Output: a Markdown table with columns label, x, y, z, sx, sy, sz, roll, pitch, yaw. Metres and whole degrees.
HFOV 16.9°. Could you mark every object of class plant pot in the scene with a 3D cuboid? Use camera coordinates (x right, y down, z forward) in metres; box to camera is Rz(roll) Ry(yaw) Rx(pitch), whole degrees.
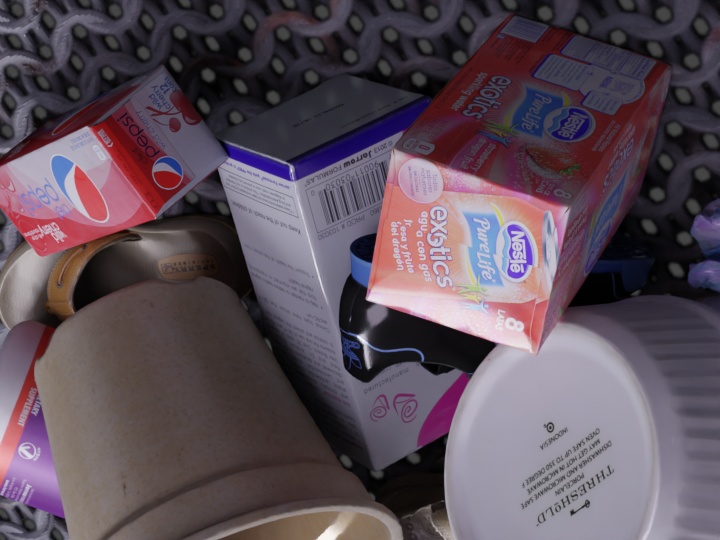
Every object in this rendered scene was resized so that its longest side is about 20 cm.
| label | x | y | z | sx | sy | sz | roll | pitch | yaw |
| --- | --- | --- | --- | --- | --- | --- | --- | --- | --- |
| plant pot | -0.101 | 0.112 | 1.415 | 0.200 | 0.200 | 0.184 | -46 | 56 | 36 |

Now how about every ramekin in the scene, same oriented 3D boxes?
| label | x | y | z | sx | sy | sz | roll | pitch | yaw |
| --- | --- | --- | --- | --- | --- | --- | --- | --- | --- |
| ramekin | 0.131 | 0.109 | 1.306 | 0.202 | 0.094 | 0.203 | -12 | 74 | 47 |

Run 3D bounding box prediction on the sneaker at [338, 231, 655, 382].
| label | x | y | z | sx | sy | sz | roll | pitch | yaw |
| --- | --- | --- | --- | --- | --- | --- | --- | --- | --- |
| sneaker | 0.076 | 0.018 | 1.378 | 0.070 | 0.199 | 0.078 | 42 | 129 | 54 |

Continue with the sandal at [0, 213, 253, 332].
| label | x | y | z | sx | sy | sz | roll | pitch | yaw |
| --- | --- | --- | --- | --- | --- | --- | --- | --- | --- |
| sandal | -0.158 | 0.009 | 1.549 | 0.199 | 0.054 | 0.081 | -8 | 114 | 29 |

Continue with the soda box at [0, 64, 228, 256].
| label | x | y | z | sx | sy | sz | roll | pitch | yaw |
| --- | --- | --- | --- | --- | --- | --- | --- | --- | --- |
| soda box | -0.158 | -0.062 | 1.450 | 0.070 | 0.063 | 0.200 | 53 | 154 | -11 |

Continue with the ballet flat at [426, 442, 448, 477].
| label | x | y | z | sx | sy | sz | roll | pitch | yaw |
| --- | --- | --- | --- | --- | --- | --- | --- | --- | --- |
| ballet flat | 0.048 | 0.177 | 1.564 | 0.067 | 0.046 | 0.200 | 29 | 131 | 11 |

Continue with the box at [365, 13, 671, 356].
| label | x | y | z | sx | sy | sz | roll | pitch | yaw |
| --- | --- | --- | --- | --- | --- | --- | --- | --- | --- |
| box | 0.089 | -0.051 | 1.311 | 0.102 | 0.200 | 0.095 | 18 | 122 | 13 |

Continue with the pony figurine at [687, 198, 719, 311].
| label | x | y | z | sx | sy | sz | roll | pitch | yaw |
| --- | --- | --- | --- | --- | --- | --- | --- | --- | --- |
| pony figurine | 0.275 | 0.004 | 1.305 | 0.199 | 0.167 | 0.193 | -1 | 126 | 41 |

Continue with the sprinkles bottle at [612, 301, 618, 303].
| label | x | y | z | sx | sy | sz | roll | pitch | yaw |
| --- | --- | --- | --- | --- | --- | --- | --- | --- | --- |
| sprinkles bottle | 0.182 | 0.117 | 1.447 | 0.068 | 0.068 | 0.200 | -20 | 108 | 32 |

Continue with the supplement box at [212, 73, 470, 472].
| label | x | y | z | sx | sy | sz | roll | pitch | yaw |
| --- | --- | --- | --- | --- | --- | --- | --- | --- | --- |
| supplement box | 0.000 | 0.000 | 1.421 | 0.103 | 0.101 | 0.201 | 22 | 133 | 56 |

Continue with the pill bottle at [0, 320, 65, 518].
| label | x | y | z | sx | sy | sz | roll | pitch | yaw |
| --- | --- | --- | --- | --- | --- | --- | --- | --- | --- |
| pill bottle | -0.148 | 0.115 | 1.556 | 0.199 | 0.113 | 0.113 | 20 | 126 | -7 |

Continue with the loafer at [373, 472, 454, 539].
| label | x | y | z | sx | sy | sz | roll | pitch | yaw |
| --- | --- | --- | --- | --- | --- | --- | --- | --- | --- |
| loafer | 0.083 | 0.157 | 1.453 | 0.199 | 0.067 | 0.076 | -15 | 113 | 38 |
